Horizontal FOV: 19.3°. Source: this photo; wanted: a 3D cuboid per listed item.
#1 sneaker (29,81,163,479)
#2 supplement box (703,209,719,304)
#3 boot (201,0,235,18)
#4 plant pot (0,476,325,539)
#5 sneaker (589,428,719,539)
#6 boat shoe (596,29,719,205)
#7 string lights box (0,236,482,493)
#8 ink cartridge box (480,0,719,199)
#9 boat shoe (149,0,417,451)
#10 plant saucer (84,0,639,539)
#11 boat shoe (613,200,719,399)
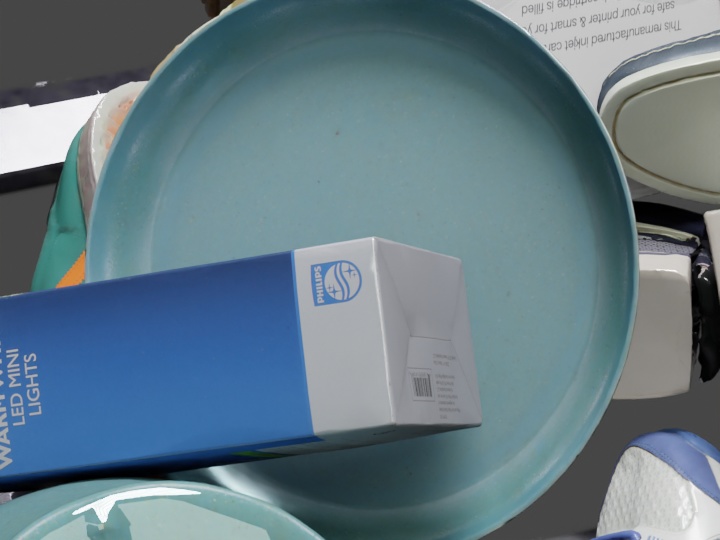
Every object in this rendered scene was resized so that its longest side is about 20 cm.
[{"bbox_3d":[-0.089,0.032,0.820,0.071,0.080,0.202,10,63,-23],"label":"sneaker"},{"bbox_3d":[0.209,0.065,0.777,0.125,0.073,0.202,-10,86,24],"label":"supplement box"},{"bbox_3d":[-0.014,-0.131,0.921,0.106,0.075,0.202,-13,73,-17],"label":"boot"},{"bbox_3d":[-0.071,0.150,0.631,0.198,0.188,0.202,5,70,-13],"label":"plant pot"},{"bbox_3d":[0.089,0.142,0.773,0.088,0.075,0.202,21,59,-18],"label":"sneaker"},{"bbox_3d":[0.183,-0.077,0.828,0.198,0.075,0.062,-9,44,-7],"label":"boat shoe"},{"bbox_3d":[-0.070,0.036,0.685,0.198,0.103,0.060,-9,83,17],"label":"string lights box"},{"bbox_3d":[0.064,-0.126,0.849,0.144,0.084,0.202,-12,97,-31],"label":"ink cartridge box"},{"bbox_3d":[-0.018,-0.002,0.792,0.066,0.074,0.202,-25,82,25],"label":"boat shoe"},{"bbox_3d":[0.000,0.000,0.732,0.198,0.027,0.202,0,89,17],"label":"plant saucer"},{"bbox_3d":[0.053,0.013,0.860,0.198,0.075,0.093,2,19,14],"label":"boat shoe"}]
